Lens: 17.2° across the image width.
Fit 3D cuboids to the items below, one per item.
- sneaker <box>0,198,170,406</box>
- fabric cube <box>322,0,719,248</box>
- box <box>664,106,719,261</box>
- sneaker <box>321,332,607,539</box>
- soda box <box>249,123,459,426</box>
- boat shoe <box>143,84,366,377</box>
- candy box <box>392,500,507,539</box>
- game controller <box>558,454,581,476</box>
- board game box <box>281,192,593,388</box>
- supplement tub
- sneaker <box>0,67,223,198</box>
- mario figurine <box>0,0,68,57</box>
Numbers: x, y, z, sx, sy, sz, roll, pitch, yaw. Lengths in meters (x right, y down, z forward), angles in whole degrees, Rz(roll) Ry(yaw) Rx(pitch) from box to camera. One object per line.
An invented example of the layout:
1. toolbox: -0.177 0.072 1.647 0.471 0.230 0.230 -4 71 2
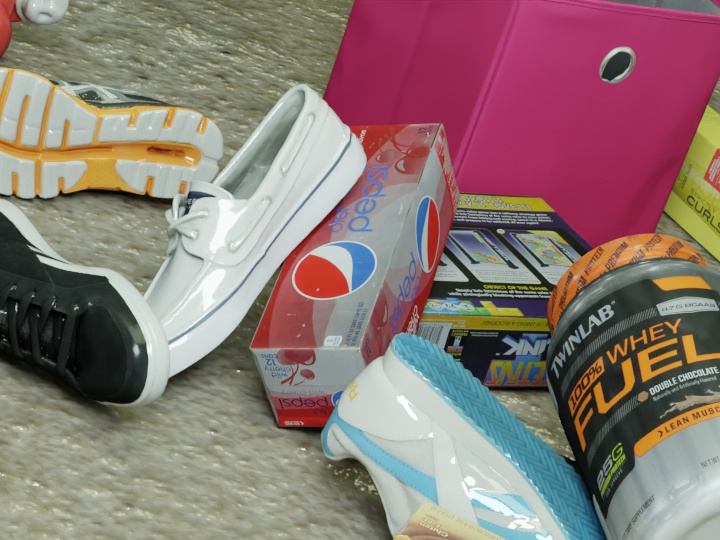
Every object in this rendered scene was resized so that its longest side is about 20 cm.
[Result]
1. sneaker: -0.199 0.025 1.287 0.112 0.073 0.200 -8 29 -40
2. fabric cube: 0.114 -0.142 1.689 0.196 0.200 0.200 4 29 -31
3. box: 0.275 -0.057 1.781 0.050 0.075 0.200 2 31 -33
4. sneaker: 0.068 0.128 1.261 0.200 0.081 0.076 46 19 7
5. soda box: 0.000 0.000 1.381 0.070 0.064 0.200 -1 41 20
6. boat shoe: -0.080 -0.023 1.352 0.073 0.065 0.200 3 48 51
7. candy box: 0.093 0.196 1.159 0.199 0.055 0.115 26 26 12
8. game controller: 0.174 0.165 1.313 0.200 0.042 0.104 40 17 36
9. board game box: 0.066 0.010 1.516 0.199 0.057 0.165 3 28 -31
10. supplement tub: 0.171 0.080 1.264 0.122 0.123 0.200 8 38 -23
11. sneaker: -0.191 -0.088 1.521 0.199 0.079 0.077 11 13 -26
12. mario figurine: -0.278 -0.209 1.645 0.123 0.106 0.200 -25 30 -9
